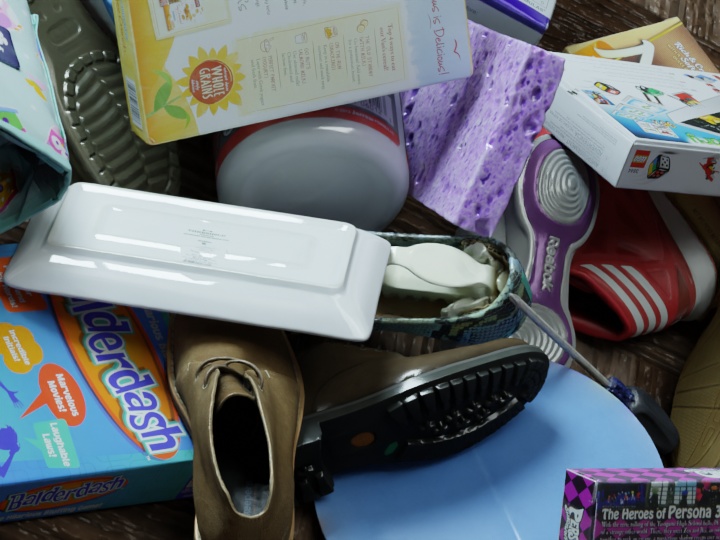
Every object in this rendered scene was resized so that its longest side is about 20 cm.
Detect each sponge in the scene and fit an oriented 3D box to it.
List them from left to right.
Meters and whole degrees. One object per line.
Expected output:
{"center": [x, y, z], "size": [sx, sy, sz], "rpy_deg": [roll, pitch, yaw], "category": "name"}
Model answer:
{"center": [0.059, -0.092, 1.541], "size": [0.030, 0.112, 0.200], "rpy_deg": [21, 6, -19], "category": "sponge"}

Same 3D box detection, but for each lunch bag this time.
{"center": [-0.260, -0.100, 1.377], "size": [0.200, 0.122, 0.171], "rpy_deg": [-4, 44, -18], "category": "lunch bag"}

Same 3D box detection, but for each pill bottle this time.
{"center": [-0.034, -0.119, 1.573], "size": [0.116, 0.116, 0.200], "rpy_deg": [14, 47, -22], "category": "pill bottle"}

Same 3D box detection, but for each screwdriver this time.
{"center": [0.139, 0.062, 1.519], "size": [0.029, 0.028, 0.200], "rpy_deg": [51, 7, 39], "category": "screwdriver"}

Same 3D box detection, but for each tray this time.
{"center": [-0.086, -0.011, 1.404], "size": [0.200, 0.022, 0.107], "rpy_deg": [9, 32, 3], "category": "tray"}

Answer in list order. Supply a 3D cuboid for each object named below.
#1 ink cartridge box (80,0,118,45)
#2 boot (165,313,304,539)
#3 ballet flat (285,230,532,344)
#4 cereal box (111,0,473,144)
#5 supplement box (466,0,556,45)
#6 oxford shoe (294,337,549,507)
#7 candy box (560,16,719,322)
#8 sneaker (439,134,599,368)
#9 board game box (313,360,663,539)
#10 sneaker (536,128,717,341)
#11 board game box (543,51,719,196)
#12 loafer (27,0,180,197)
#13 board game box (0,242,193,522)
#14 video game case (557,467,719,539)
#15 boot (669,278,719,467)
{"center": [-0.114, -0.211, 1.540], "size": [0.144, 0.085, 0.200], "rpy_deg": [-40, 52, -7], "category": "ink cartridge box"}
{"center": [-0.063, 0.065, 1.356], "size": [0.073, 0.076, 0.200], "rpy_deg": [-4, 50, -7], "category": "boot"}
{"center": [0.000, 0.000, 1.478], "size": [0.199, 0.074, 0.074], "rpy_deg": [1, 49, -2], "category": "ballet flat"}
{"center": [-0.040, -0.161, 1.444], "size": [0.200, 0.144, 0.040], "rpy_deg": [-13, 19, -18], "category": "cereal box"}
{"center": [0.080, -0.213, 1.736], "size": [0.101, 0.103, 0.200], "rpy_deg": [28, 45, -8], "category": "supplement box"}
{"center": [0.008, 0.065, 1.439], "size": [0.200, 0.073, 0.084], "rpy_deg": [-14, 49, -14], "category": "oxford shoe"}
{"center": [0.219, -0.071, 1.734], "size": [0.115, 0.055, 0.200], "rpy_deg": [-18, 65, -39], "category": "candy box"}
{"center": [0.088, 0.018, 1.568], "size": [0.075, 0.100, 0.200], "rpy_deg": [28, 66, -19], "category": "sneaker"}
{"center": [0.071, 0.132, 1.459], "size": [0.200, 0.039, 0.158], "rpy_deg": [-14, 51, -15], "category": "board game box"}
{"center": [0.135, -0.043, 1.643], "size": [0.115, 0.078, 0.200], "rpy_deg": [-20, 65, -43], "category": "sneaker"}
{"center": [0.201, -0.089, 1.610], "size": [0.200, 0.035, 0.126], "rpy_deg": [4, 28, -37], "category": "board game box"}
{"center": [-0.177, -0.108, 1.514], "size": [0.076, 0.067, 0.200], "rpy_deg": [-29, 88, -41], "category": "loafer"}
{"center": [-0.187, 0.058, 1.376], "size": [0.200, 0.045, 0.152], "rpy_deg": [-5, 56, -36], "category": "board game box"}
{"center": [0.191, 0.199, 1.418], "size": [0.200, 0.182, 0.036], "rpy_deg": [2, 8, -30], "category": "video game case"}
{"center": [0.283, 0.074, 1.634], "size": [0.155, 0.073, 0.200], "rpy_deg": [35, 62, -28], "category": "boot"}
